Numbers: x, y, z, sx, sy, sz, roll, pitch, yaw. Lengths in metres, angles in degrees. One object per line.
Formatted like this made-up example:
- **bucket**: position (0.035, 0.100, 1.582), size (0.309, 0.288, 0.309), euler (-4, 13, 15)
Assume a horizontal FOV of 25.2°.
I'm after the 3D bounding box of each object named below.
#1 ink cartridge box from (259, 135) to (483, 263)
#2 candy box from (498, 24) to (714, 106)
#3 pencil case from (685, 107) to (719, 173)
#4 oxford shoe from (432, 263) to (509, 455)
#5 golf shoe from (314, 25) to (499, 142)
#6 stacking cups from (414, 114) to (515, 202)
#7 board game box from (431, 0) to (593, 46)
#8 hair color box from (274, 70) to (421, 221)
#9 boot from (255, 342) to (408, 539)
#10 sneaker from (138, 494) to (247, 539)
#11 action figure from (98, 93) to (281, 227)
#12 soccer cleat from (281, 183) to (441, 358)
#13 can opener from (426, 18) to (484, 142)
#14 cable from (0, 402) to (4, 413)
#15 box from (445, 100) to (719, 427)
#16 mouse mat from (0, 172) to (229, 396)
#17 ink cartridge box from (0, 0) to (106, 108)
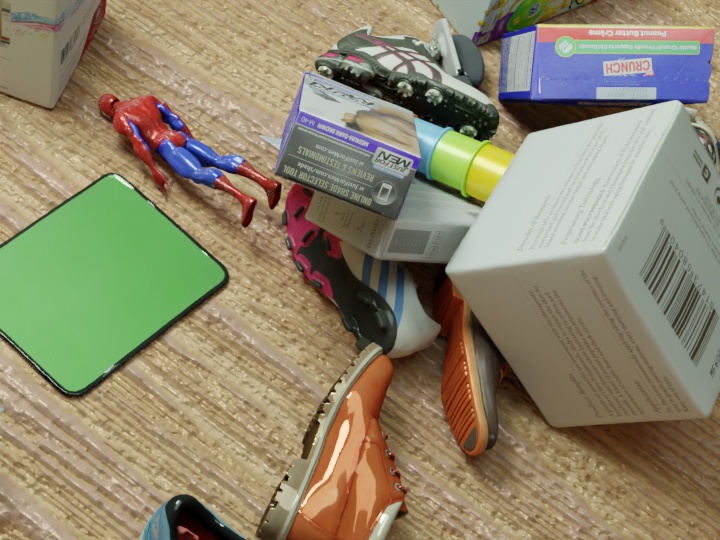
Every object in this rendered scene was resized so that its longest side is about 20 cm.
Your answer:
- **ink cartridge box**: position (0.024, -0.061, 1.461), size (0.176, 0.045, 0.200), euler (32, 18, 36)
- **candy box**: position (0.232, -0.197, 1.560), size (0.169, 0.200, 0.077), euler (1, 96, -5)
- **pencil case**: position (0.302, -0.115, 1.545), size (0.078, 0.090, 0.200), euler (21, 10, 3)
- **oxford shoe**: position (0.112, 0.074, 1.429), size (0.073, 0.071, 0.200), euler (8, 54, -15)
- **golf shoe**: position (0.054, -0.188, 1.562), size (0.200, 0.077, 0.088), euler (23, 58, 24)
- **stacking cups**: position (0.062, -0.120, 1.522), size (0.200, 0.061, 0.061), euler (27, 52, 23)
- **board game box**: position (0.180, -0.333, 1.711), size (0.200, 0.105, 0.103), euler (-25, 66, -27)
- **hair color box**: position (-0.010, -0.112, 1.388), size (0.109, 0.065, 0.200), euler (21, 17, -7)
- **boot**: position (0.000, 0.158, 1.344), size (0.107, 0.075, 0.200), euler (25, 61, 0)
- **sneaker**: position (-0.099, 0.254, 1.232), size (0.078, 0.090, 0.200), euler (-34, 70, -31)
- **action figure**: position (-0.168, -0.109, 1.497), size (0.200, 0.052, 0.065), euler (36, 49, 17)
- **soccer cleat**: position (0.000, 0.000, 1.463), size (0.086, 0.070, 0.200), euler (-1, 50, -44)
- **can opener**: position (0.105, -0.170, 1.609), size (0.066, 0.053, 0.200), euler (1, 56, -15)
- **cable**: position (-0.400, 0.147, 1.243), size (0.200, 0.069, 0.200), euler (22, 54, 2)
- **box**: position (0.220, -0.001, 1.399), size (0.199, 0.171, 0.200), euler (54, 48, -26)
- **mouse mat**: position (-0.236, 0.008, 1.422), size (0.161, 0.008, 0.200), euler (41, 57, 15)
- **ink cartridge box**: position (-0.318, -0.283, 1.484), size (0.145, 0.200, 0.145), euler (21, 53, 0)
